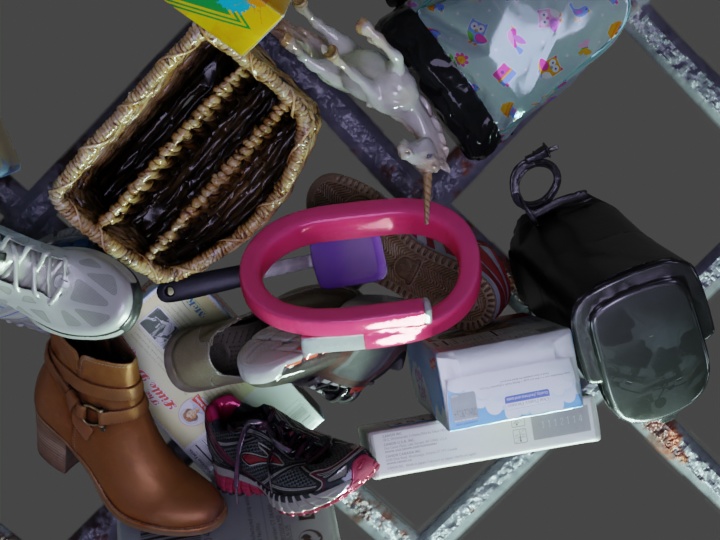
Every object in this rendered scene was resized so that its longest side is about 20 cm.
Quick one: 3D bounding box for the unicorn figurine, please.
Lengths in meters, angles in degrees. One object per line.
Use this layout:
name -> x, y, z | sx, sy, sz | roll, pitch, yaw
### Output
unicorn figurine -> 0.006, -0.152, 1.390 | 0.074, 0.200, 0.137 | -40, 134, 7

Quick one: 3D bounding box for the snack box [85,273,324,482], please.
snack box -> -0.139, 0.096, 1.528 | 0.116, 0.037, 0.200 | -39, 109, 4

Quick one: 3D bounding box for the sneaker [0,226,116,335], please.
sneaker -> -0.298, 0.023, 1.465 | 0.198, 0.075, 0.087 | -7, 127, 1

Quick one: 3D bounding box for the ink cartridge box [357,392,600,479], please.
ink cartridge box -> 0.097, 0.144, 1.519 | 0.198, 0.176, 0.045 | -9, 88, -6

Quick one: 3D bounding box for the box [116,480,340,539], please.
box -> -0.104, 0.310, 1.501 | 0.198, 0.200, 0.172 | -8, 127, -6

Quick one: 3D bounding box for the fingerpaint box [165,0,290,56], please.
fingerpaint box -> -0.108, -0.295, 1.322 | 0.166, 0.201, 0.073 | 33, 144, -18

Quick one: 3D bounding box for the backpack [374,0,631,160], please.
backpack -> 0.132, -0.204, 1.422 | 0.199, 0.127, 0.167 | -37, 106, 2

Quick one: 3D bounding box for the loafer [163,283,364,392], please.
loafer -> -0.070, 0.062, 1.480 | 0.199, 0.068, 0.076 | -19, 99, -28

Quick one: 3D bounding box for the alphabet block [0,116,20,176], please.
alphabet block -> -0.396, -0.132, 1.310 | 0.194, 0.196, 0.201 | -21, 97, -2

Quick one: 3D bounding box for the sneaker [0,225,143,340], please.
sneaker -> -0.276, 0.003, 1.340 | 0.199, 0.115, 0.076 | 18, 90, 19

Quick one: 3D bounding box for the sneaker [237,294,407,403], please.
sneaker -> -0.020, 0.080, 1.439 | 0.199, 0.077, 0.083 | -17, 112, -44

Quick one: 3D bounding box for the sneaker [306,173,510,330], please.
sneaker -> 0.047, -0.018, 1.510 | 0.199, 0.112, 0.072 | 37, 104, 13

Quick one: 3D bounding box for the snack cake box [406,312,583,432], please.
snack cake box -> 0.109, 0.083, 1.452 | 0.114, 0.200, 0.068 | -11, 94, -4

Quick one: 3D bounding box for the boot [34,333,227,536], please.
boot -> -0.194, 0.129, 1.464 | 0.199, 0.077, 0.156 | 30, 131, 20

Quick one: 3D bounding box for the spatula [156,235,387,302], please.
spatula -> -0.078, -0.001, 1.463 | 0.198, 0.021, 0.057 | -11, 90, -2

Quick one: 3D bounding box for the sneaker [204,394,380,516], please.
sneaker -> -0.067, 0.155, 1.442 | 0.080, 0.199, 0.075 | -30, 112, -39

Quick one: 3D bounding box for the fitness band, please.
fitness band -> 0.000, 0.000, 1.395 | 0.198, 0.144, 0.038 | -6, 136, 1

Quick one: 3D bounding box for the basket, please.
basket -> -0.132, -0.087, 1.392 | 0.143, 0.149, 0.200 | 44, 97, 0

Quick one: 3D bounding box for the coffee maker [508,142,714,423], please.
coffee maker -> 0.201, 0.015, 1.461 | 0.135, 0.200, 0.192 | -43, 109, 2
